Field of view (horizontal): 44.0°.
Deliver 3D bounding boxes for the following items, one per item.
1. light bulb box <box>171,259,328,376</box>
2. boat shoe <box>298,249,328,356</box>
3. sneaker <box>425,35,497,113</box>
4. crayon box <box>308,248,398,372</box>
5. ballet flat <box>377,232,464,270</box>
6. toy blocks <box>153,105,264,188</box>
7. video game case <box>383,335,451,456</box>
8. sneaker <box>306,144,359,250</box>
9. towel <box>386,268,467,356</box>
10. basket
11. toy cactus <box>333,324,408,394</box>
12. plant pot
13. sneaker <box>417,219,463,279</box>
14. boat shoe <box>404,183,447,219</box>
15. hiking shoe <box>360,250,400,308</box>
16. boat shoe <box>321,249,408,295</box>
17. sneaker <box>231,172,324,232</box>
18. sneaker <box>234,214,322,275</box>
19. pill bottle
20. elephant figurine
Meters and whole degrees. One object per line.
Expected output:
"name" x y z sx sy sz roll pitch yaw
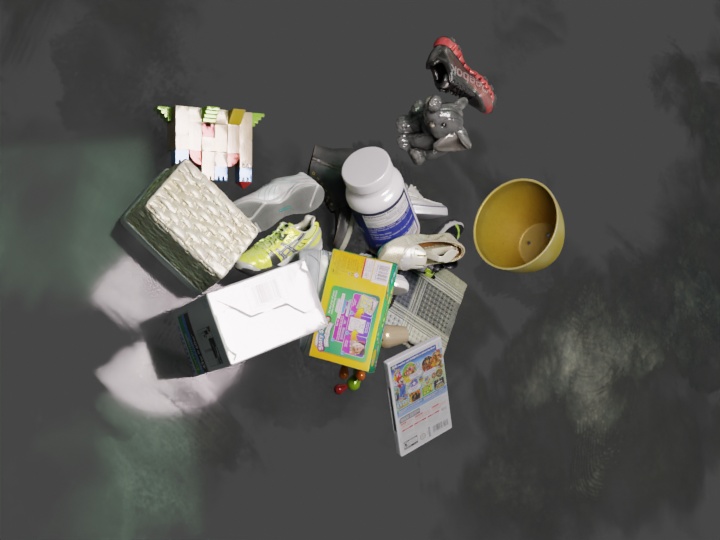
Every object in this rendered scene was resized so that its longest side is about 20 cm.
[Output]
"light bulb box" -0.195 0.085 1.539 0.196 0.199 0.127 -20 89 -32
"boat shoe" -0.103 0.057 1.661 0.070 0.070 0.205 8 104 -2
"sneaker" 0.216 -0.411 1.953 0.201 0.071 0.098 47 61 -13
"crayon box" -0.012 0.073 1.620 0.116 0.058 0.204 13 90 15
"ballet flat" 0.121 -0.035 1.690 0.197 0.062 0.069 -14 124 -37
"toy blocks" -0.274 -0.221 1.621 0.196 0.099 0.140 0 92 -32
"video game case" 0.115 0.247 1.760 0.141 0.018 0.204 -22 113 -33
"sneaker" -0.060 -0.142 1.749 0.104 0.075 0.205 9 83 -10
"towel" 0.117 0.064 1.834 0.198 0.034 0.195 33 63 -20
"basket" -0.294 -0.077 1.554 0.200 0.123 0.136 44 62 -15
"toy cactus" 0.010 0.132 1.710 0.162 0.102 0.205 -3 92 -21
"plant pot" 0.362 -0.077 1.927 0.141 0.197 0.204 28 65 -50
"sneaker" 0.169 -0.035 1.825 0.083 0.072 0.199 42 42 11
"boat shoe" 0.093 -0.145 1.834 0.196 0.072 0.067 4 83 -22
"hiking shoe" 0.042 -0.028 1.767 0.099 0.076 0.203 15 65 2
"boat shoe" 0.000 0.000 1.704 0.072 0.196 0.070 52 48 -64
"sneaker" -0.170 -0.129 1.676 0.197 0.081 0.072 -18 128 -15
"sneaker" -0.155 -0.048 1.651 0.198 0.075 0.078 -25 125 -41
"pill bottle" 0.037 -0.128 1.677 0.117 0.114 0.201 -57 146 -26
"elephant figurine" 0.171 -0.298 1.828 0.155 0.199 0.143 -40 101 -30
